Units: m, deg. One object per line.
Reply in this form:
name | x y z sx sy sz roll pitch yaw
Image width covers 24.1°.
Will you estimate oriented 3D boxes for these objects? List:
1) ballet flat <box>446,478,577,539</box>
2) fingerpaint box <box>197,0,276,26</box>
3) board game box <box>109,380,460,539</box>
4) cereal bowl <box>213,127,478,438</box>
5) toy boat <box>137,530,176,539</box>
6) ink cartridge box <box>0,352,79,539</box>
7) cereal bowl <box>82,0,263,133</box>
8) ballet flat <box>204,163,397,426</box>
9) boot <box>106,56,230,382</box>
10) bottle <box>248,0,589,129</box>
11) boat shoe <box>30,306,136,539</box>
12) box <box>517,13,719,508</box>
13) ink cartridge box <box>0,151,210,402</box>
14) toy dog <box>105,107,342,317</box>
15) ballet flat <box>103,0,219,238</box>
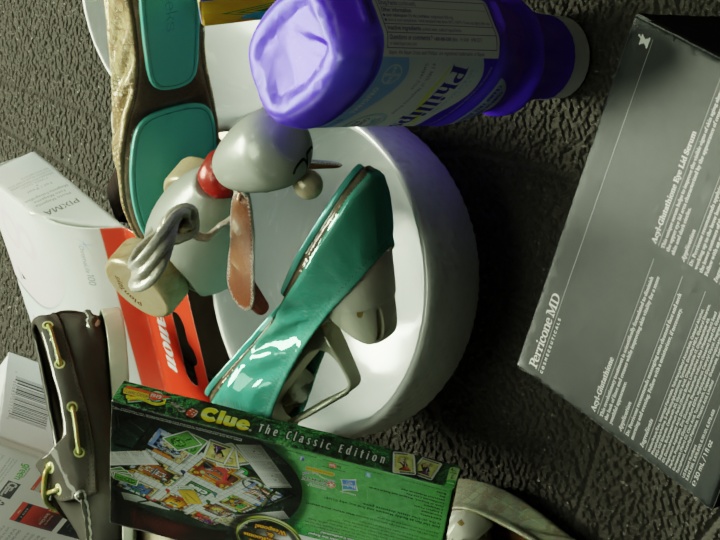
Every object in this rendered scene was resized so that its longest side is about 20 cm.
ballet flat | 0.088 0.169 0.965 0.200 0.062 0.068 17 108 47
fingerpaint box | -0.023 -0.253 0.962 0.073 0.166 0.201 149 115 -85
board game box | -0.047 0.130 0.968 0.199 0.024 0.105 14 127 7
cereal bowl | 0.000 0.000 1.020 0.200 0.083 0.201 7 99 48
toy boat | -0.081 0.189 1.087 0.130 0.130 0.201 -176 89 -79
ink cartridge box | -0.232 0.176 1.290 0.200 0.175 0.084 -48 29 39
cereal bowl | -0.081 -0.190 1.084 0.199 0.083 0.201 6 102 31
ballet flat | -0.018 0.028 0.941 0.070 0.067 0.200 39 126 7
boot | -0.101 -0.042 1.158 0.146 0.070 0.201 -41 72 33
bottle | 0.039 -0.113 0.886 0.083 0.199 0.066 -36 67 43
boat shoe | -0.176 0.120 1.070 0.072 0.060 0.202 114 151 -60
box | 0.176 -0.008 0.835 0.141 0.079 0.201 36 120 37
ink cartridge box | -0.178 0.027 1.157 0.200 0.057 0.163 40 149 45
toy dog | -0.067 -0.020 0.951 0.132 0.096 0.200 -53 12 -8
ballet flat | -0.126 -0.113 1.044 0.065 0.070 0.201 38 131 50
